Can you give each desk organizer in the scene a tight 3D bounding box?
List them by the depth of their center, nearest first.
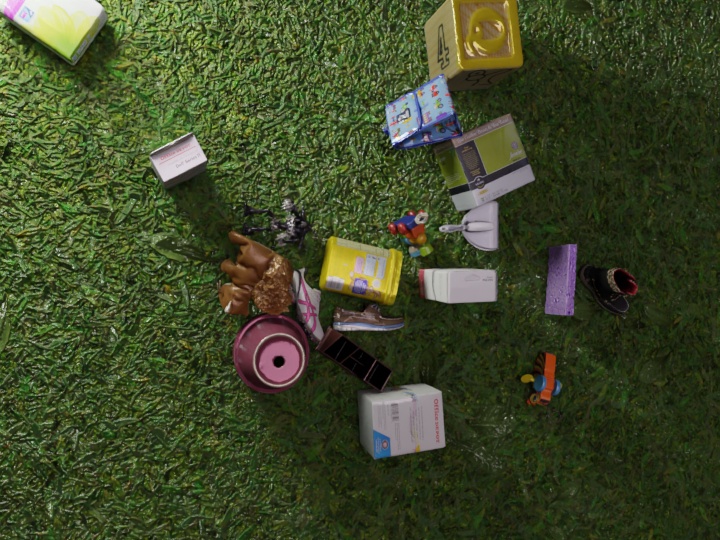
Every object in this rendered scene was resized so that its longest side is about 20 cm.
[{"bbox_3d":[-0.013,0.234,1.589,0.199,0.077,0.072,38,80,-28],"label":"desk organizer"}]

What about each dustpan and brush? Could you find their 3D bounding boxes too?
[{"bbox_3d":[0.308,-0.122,1.713,0.196,0.057,0.142,-3,98,-11],"label":"dustpan and brush"}]

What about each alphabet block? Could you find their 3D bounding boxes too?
[{"bbox_3d":[0.300,-0.611,1.643,0.192,0.200,0.200,-10,92,-16],"label":"alphabet block"}]

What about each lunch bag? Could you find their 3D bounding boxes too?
[{"bbox_3d":[0.154,-0.404,1.618,0.197,0.094,0.153,-19,56,14],"label":"lunch bag"}]

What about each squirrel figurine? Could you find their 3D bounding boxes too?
[{"bbox_3d":[-0.261,0.034,1.493,0.198,0.141,0.189,28,90,19],"label":"squirrel figurine"}]

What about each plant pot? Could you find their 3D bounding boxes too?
[{"bbox_3d":[-0.213,0.210,1.505,0.196,0.179,0.204,0,89,-16],"label":"plant pot"}]

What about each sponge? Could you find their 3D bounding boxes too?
[{"bbox_3d":[0.582,0.027,1.769,0.029,0.111,0.204,4,89,-14],"label":"sponge"}]

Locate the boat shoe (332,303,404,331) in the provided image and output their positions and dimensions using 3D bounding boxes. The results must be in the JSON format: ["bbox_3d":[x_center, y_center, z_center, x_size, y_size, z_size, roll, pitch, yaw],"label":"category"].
[{"bbox_3d":[0.024,0.125,1.628,0.196,0.072,0.074,0,88,-16],"label":"boat shoe"}]

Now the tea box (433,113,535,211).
[{"bbox_3d":[0.341,-0.297,1.688,0.197,0.133,0.200,-24,97,-15],"label":"tea box"}]

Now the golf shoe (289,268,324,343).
[{"bbox_3d":[-0.133,0.092,1.582,0.091,0.072,0.203,-27,97,-14],"label":"golf shoe"}]

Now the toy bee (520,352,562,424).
[{"bbox_3d":[0.519,0.345,1.768,0.130,0.109,0.201,35,56,-5],"label":"toy bee"}]

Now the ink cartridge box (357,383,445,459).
[{"bbox_3d":[0.106,0.392,1.613,0.196,0.144,0.150,-3,91,-16],"label":"ink cartridge box"}]

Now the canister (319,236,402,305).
[{"bbox_3d":[0.000,0.000,1.613,0.197,0.086,0.151,13,81,-14],"label":"canister"}]

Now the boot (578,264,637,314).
[{"bbox_3d":[0.757,0.059,1.799,0.073,0.150,0.200,-46,101,-11],"label":"boot"}]

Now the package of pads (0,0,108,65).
[{"bbox_3d":[-0.714,-0.604,1.419,0.199,0.068,0.156,35,82,-14],"label":"package of pads"}]

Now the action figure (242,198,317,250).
[{"bbox_3d":[-0.200,-0.118,1.550,0.196,0.102,0.121,4,87,-13],"label":"action figure"}]

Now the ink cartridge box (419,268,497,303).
[{"bbox_3d":[0.258,0.038,1.629,0.143,0.200,0.087,-2,91,-15],"label":"ink cartridge box"}]

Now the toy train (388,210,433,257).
[{"bbox_3d":[0.157,-0.090,1.603,0.084,0.200,0.117,-32,103,-14],"label":"toy train"}]

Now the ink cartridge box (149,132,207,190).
[{"bbox_3d":[-0.427,-0.254,1.432,0.116,0.200,0.068,-31,98,-13],"label":"ink cartridge box"}]
